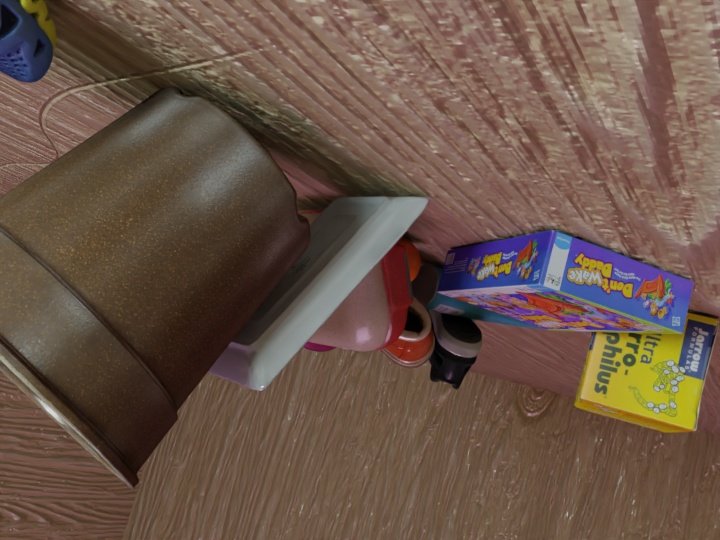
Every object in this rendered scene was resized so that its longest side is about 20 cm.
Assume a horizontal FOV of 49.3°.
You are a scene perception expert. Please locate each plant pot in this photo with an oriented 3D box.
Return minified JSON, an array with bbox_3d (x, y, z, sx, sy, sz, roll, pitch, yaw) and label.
[{"bbox_3d":[-0.150,-0.001,0.514,0.200,0.198,0.201,34,155,19],"label":"plant pot"}]

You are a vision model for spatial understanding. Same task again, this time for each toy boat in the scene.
[{"bbox_3d":[0.000,0.000,0.761,0.130,0.131,0.200,-13,-171,-31],"label":"toy boat"}]

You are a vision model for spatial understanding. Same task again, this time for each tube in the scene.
[{"bbox_3d":[0.147,0.041,0.933,0.199,0.051,0.077,18,-173,-35],"label":"tube"}]

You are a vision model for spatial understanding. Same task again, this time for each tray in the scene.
[{"bbox_3d":[-0.042,0.003,0.596,0.107,0.200,0.022,5,136,52],"label":"tray"}]

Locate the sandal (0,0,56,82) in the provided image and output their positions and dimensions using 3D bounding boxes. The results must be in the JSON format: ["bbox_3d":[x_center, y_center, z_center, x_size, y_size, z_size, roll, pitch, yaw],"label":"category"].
[{"bbox_3d":[-0.235,-0.131,0.358,0.079,0.087,0.200,8,171,37],"label":"sandal"}]

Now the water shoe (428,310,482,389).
[{"bbox_3d":[0.103,0.081,0.975,0.071,0.079,0.200,20,-166,0],"label":"water shoe"}]

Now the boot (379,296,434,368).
[{"bbox_3d":[0.003,0.020,0.867,0.200,0.075,0.107,38,168,14],"label":"boot"}]

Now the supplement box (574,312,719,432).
[{"bbox_3d":[0.294,0.104,0.832,0.109,0.109,0.200,14,171,16],"label":"supplement box"}]

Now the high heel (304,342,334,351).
[{"bbox_3d":[0.003,0.050,1.014,0.096,0.068,0.200,-28,175,41],"label":"high heel"}]

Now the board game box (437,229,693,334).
[{"bbox_3d":[0.170,0.015,0.696,0.134,0.045,0.200,18,172,-15],"label":"board game box"}]
